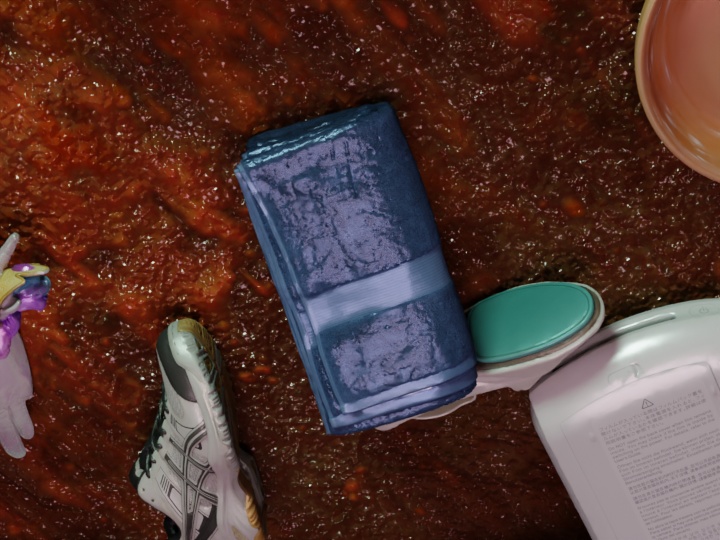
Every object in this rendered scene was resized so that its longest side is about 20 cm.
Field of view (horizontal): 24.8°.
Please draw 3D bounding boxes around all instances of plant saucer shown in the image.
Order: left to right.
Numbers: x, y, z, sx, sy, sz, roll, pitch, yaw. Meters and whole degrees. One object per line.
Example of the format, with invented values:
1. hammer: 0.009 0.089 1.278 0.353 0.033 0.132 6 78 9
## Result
1. plant saucer: 0.264 -0.144 1.006 0.198 0.038 0.202 -1 124 -2

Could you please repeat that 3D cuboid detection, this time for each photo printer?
1. photo printer: 0.216 0.117 1.153 0.165 0.070 0.201 -23 121 13

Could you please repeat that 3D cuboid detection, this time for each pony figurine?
1. pony figurine: -0.292 0.052 1.056 0.198 0.167 0.195 9 116 10

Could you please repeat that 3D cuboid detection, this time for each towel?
1. towel: 0.000 0.000 1.046 0.111 0.049 0.202 -17 103 8

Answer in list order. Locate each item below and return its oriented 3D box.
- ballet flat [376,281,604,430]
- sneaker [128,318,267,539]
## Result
1. ballet flat: 0.079 0.062 1.120 0.198 0.070 0.070 -19 122 18
2. sneaker: -0.124 0.126 1.140 0.087 0.076 0.202 -9 122 3
